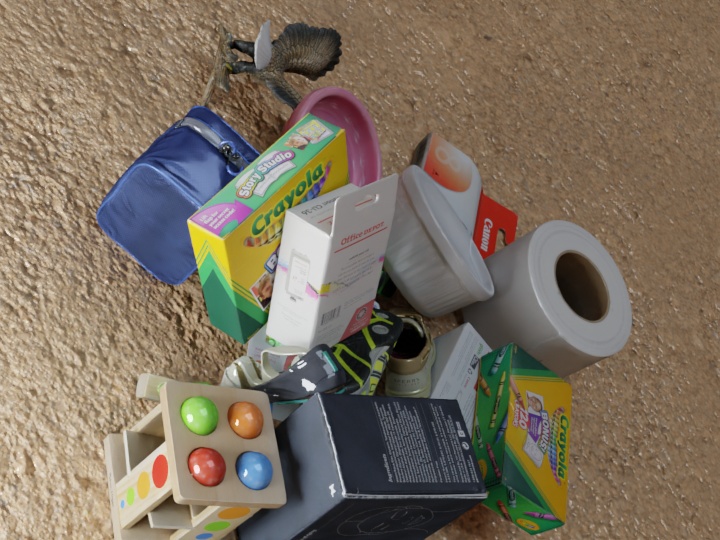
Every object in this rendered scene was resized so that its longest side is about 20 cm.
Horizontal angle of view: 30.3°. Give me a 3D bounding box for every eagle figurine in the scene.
[{"bbox_3d":[-0.105,-0.262,1.784,0.199,0.152,0.151,17,29,-25],"label":"eagle figurine"}]

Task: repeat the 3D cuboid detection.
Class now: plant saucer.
[{"bbox_3d":[-0.045,-0.139,1.746,0.200,0.051,0.202,3,86,-54],"label":"plant saucer"}]

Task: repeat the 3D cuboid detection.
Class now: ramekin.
[{"bbox_3d":[0.086,-0.030,1.749,0.203,0.094,0.203,53,13,-18],"label":"ramekin"}]

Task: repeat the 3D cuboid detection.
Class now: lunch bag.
[{"bbox_3d":[-0.192,-0.094,1.514,0.136,0.200,0.133,43,52,-10],"label":"lunch bag"}]

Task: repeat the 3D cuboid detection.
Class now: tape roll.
[{"bbox_3d":[0.258,0.049,1.838,0.202,0.139,0.204,22,53,-32],"label":"tape roll"}]

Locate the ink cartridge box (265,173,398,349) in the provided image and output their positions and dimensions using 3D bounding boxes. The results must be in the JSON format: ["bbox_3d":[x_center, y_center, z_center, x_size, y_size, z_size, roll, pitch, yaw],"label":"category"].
[{"bbox_3d":[-0.030,-0.018,1.451,0.067,0.201,0.116,30,34,27],"label":"ink cartridge box"}]

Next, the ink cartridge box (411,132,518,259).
[{"bbox_3d":[0.158,-0.089,1.938,0.199,0.050,0.163,30,45,-16],"label":"ink cartridge box"}]

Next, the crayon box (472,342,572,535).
[{"bbox_3d":[0.197,0.205,1.620,0.119,0.058,0.201,36,45,-30],"label":"crayon box"}]

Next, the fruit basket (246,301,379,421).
[{"bbox_3d":[-0.051,0.096,1.586,0.185,0.094,0.201,22,51,-28],"label":"fruit basket"}]

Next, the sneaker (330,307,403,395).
[{"bbox_3d":[-0.008,0.107,1.525,0.075,0.077,0.200,18,32,15],"label":"sneaker"}]

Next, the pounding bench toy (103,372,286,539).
[{"bbox_3d":[-0.174,0.168,1.373,0.124,0.156,0.201,10,54,-36],"label":"pounding bench toy"}]

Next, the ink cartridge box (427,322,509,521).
[{"bbox_3d":[0.130,0.200,1.663,0.176,0.084,0.200,49,40,-15],"label":"ink cartridge box"}]

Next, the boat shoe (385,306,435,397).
[{"bbox_3d":[0.059,0.089,1.637,0.074,0.067,0.200,-3,26,-2],"label":"boat shoe"}]

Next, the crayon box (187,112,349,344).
[{"bbox_3d":[-0.092,-0.046,1.456,0.058,0.173,0.200,29,57,25],"label":"crayon box"}]

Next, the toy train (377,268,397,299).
[{"bbox_3d":[0.000,0.000,1.668,0.056,0.042,0.200,33,1,21],"label":"toy train"}]

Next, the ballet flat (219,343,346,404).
[{"bbox_3d":[-0.101,0.119,1.437,0.073,0.199,0.073,25,56,-45],"label":"ballet flat"}]

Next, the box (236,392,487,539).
[{"bbox_3d":[-0.008,0.231,1.437,0.196,0.200,0.125,6,55,-38],"label":"box"}]
